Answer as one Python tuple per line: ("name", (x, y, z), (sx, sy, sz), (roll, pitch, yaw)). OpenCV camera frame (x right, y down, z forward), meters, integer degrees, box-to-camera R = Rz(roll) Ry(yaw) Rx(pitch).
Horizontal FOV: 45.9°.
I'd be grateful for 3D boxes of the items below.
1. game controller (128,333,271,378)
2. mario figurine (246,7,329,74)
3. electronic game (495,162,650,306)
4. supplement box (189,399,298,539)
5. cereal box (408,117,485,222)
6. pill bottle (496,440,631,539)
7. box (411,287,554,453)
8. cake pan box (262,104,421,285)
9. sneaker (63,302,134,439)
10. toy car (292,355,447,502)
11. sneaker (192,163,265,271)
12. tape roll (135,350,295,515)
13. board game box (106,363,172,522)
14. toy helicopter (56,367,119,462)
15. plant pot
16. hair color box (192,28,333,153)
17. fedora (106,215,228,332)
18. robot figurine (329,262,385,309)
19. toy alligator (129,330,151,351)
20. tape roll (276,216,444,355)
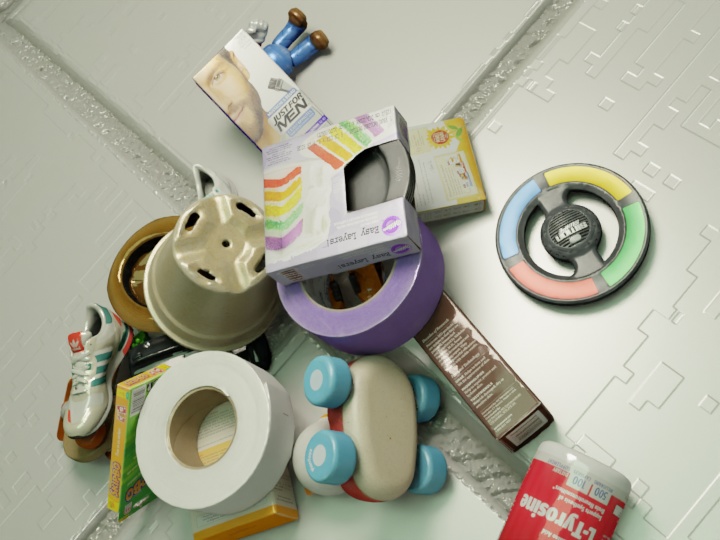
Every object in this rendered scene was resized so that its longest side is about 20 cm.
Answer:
("game controller", (-0.232, 0.128, 1.225), (0.199, 0.042, 0.105), (-19, 75, -7))
("mario figurine", (-0.142, -0.324, 1.360), (0.200, 0.106, 0.123), (-48, 57, -4))
("electronic game", (0.275, -0.049, 1.114), (0.199, 0.042, 0.201), (-8, 66, 19))
("supplement box", (-0.171, 0.254, 1.154), (0.126, 0.074, 0.201), (-22, 62, 14))
("cereal box", (0.064, -0.133, 1.205), (0.199, 0.040, 0.144), (-11, 64, 0))
("pill bottle", (0.215, 0.304, 0.954), (0.112, 0.112, 0.201), (21, 79, 28))
("box", (0.145, 0.123, 1.063), (0.075, 0.100, 0.200), (-40, 60, 4))
("cake pan box", (-0.024, -0.091, 1.045), (0.199, 0.052, 0.185), (-13, 66, 21))
("sneaker", (-0.392, 0.137, 1.209), (0.070, 0.094, 0.200), (-8, 50, 23))
("toy car", (-0.026, 0.214, 1.085), (0.200, 0.184, 0.178), (-27, 57, 43))
("sneaker", (-0.208, -0.082, 1.298), (0.075, 0.089, 0.200), (-37, 61, 3))
("tape roll", (-0.186, 0.208, 1.095), (0.202, 0.071, 0.203), (-9, 66, 21))
("board game box", (-0.297, 0.234, 1.154), (0.030, 0.095, 0.201), (13, 106, 23))
("toy helicopter", (-0.398, 0.190, 1.284), (0.132, 0.079, 0.201), (-7, 60, 29))
("plant pot", (-0.190, -0.007, 1.143), (0.200, 0.184, 0.201), (4, 71, -13))
("hair color box", (-0.147, -0.254, 1.299), (0.109, 0.065, 0.200), (-45, 95, 0))
("fedora", (-0.280, 0.014, 1.292), (0.200, 0.082, 0.201), (-5, 67, 12))
("robot figurine", (-0.037, -0.017, 1.213), (0.144, 0.058, 0.201), (-22, 63, 2))
("toy alligator", (-0.323, 0.128, 1.279), (0.059, 0.054, 0.200), (-35, 61, 5))
("tape roll", (0.000, 0.000, 1.073), (0.199, 0.085, 0.201), (-10, 66, 23))
